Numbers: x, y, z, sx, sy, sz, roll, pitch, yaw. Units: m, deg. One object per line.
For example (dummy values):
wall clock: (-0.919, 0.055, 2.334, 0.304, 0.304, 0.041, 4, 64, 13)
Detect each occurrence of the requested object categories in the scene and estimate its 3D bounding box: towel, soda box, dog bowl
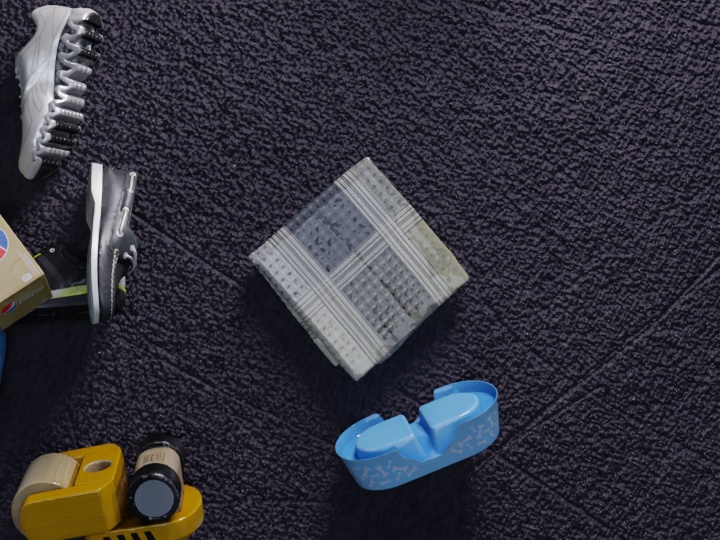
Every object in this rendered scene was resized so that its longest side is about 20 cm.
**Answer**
towel: (0.000, 0.000, 1.344, 0.192, 0.035, 0.200, -41, 93, -6)
soda box: (-0.421, -0.038, 1.240, 0.067, 0.064, 0.200, -35, 74, -19)
dog bowl: (0.071, 0.192, 1.318, 0.198, 0.112, 0.050, -22, 107, -5)

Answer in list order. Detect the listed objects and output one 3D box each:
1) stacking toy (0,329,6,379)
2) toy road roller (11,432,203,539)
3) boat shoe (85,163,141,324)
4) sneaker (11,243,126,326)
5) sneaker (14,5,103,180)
stacking toy: (-0.504, 0.099, 1.267, 0.198, 0.116, 0.111, 12, 96, 8)
toy road roller: (-0.275, 0.279, 1.271, 0.198, 0.123, 0.148, -7, 104, -4)
boat shoe: (-0.271, -0.033, 1.256, 0.060, 0.076, 0.202, 4, 61, -17)
sneaker: (-0.359, 0.013, 1.296, 0.197, 0.072, 0.084, -1, 68, -7)
sneaker: (-0.353, -0.201, 1.284, 0.080, 0.075, 0.202, 15, 88, 8)
